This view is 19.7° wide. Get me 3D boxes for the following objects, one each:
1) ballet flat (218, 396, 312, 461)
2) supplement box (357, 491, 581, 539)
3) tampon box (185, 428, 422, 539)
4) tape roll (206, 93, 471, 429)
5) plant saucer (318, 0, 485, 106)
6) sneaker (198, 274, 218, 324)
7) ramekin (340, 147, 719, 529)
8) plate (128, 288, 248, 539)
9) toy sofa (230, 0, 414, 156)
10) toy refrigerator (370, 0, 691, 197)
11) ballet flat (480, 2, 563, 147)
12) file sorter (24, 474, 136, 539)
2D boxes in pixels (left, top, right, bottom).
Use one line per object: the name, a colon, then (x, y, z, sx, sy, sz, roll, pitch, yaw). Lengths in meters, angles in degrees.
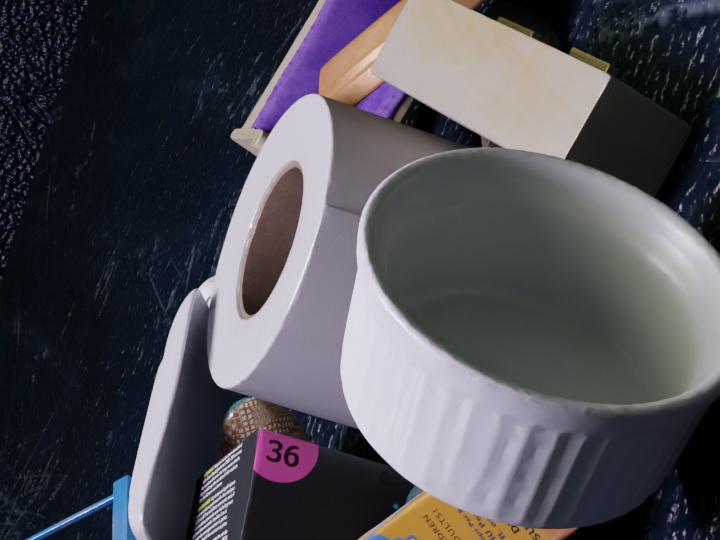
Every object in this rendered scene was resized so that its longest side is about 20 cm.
ballet flat: (-0.046, 0.175, 1.403, 0.065, 0.070, 0.200, 50, 160, 53)
supplement box: (0.058, 0.146, 1.146, 0.069, 0.067, 0.200, -33, -7, -45)
tampon box: (-0.031, 0.222, 1.271, 0.126, 0.150, 0.200, 139, 144, -59)
tape roll: (0.000, 0.000, 1.362, 0.203, 0.139, 0.203, -53, 27, 42)
plant saucer: (0.044, -0.174, 1.429, 0.200, 0.037, 0.200, -39, 4, 4)
sneaker: (-0.084, 0.035, 1.528, 0.075, 0.200, 0.100, -37, 64, 6)
ramekin: (0.085, 0.036, 1.043, 0.201, 0.200, 0.098, -96, 17, -50)
plate: (-0.108, 0.149, 1.410, 0.200, 0.032, 0.200, 67, -157, -44)
toy sofa: (-0.004, -0.158, 1.568, 0.200, 0.083, 0.098, -59, 24, -8)
toy refrigerator: (0.097, -0.104, 1.217, 0.070, 0.076, 0.200, -60, 38, 5)
ballet flat: (0.101, -0.091, 1.326, 0.046, 0.067, 0.200, 113, 158, -48)
file sorter: (-0.155, 0.274, 1.450, 0.123, 0.200, 0.139, -28, 35, 16)
